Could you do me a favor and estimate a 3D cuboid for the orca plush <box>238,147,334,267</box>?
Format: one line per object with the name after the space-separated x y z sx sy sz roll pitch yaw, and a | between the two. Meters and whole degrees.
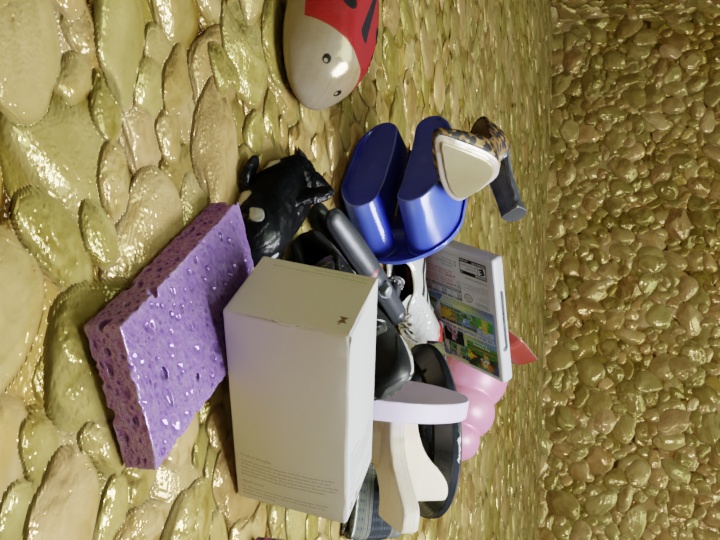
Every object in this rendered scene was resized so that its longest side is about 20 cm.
-0.055 -0.060 0.801 0.200 0.070 0.107 -37 124 -68 | orca plush

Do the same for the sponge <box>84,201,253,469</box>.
-0.129 0.039 0.639 0.201 0.029 0.113 -61 146 -58 | sponge

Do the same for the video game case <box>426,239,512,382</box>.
0.130 0.042 1.199 0.022 0.199 0.185 -24 118 -30 | video game case

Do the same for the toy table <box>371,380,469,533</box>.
0.012 0.175 0.865 0.184 0.196 0.119 -160 -102 -75 | toy table

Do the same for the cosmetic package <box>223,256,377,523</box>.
-0.046 0.101 0.708 0.085 0.106 0.203 -59 157 -55 | cosmetic package

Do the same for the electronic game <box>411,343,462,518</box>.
0.077 0.189 1.011 0.200 0.041 0.204 -179 -90 -74 | electronic game

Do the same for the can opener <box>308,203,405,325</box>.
0.000 0.000 0.958 0.079 0.063 0.201 -55 141 -27 | can opener

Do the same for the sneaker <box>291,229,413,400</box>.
-0.021 0.037 0.812 0.201 0.075 0.088 53 -5 47 | sneaker

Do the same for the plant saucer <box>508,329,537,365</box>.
0.205 0.090 1.456 0.037 0.199 0.200 -50 157 0 | plant saucer

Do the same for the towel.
0.021 0.238 1.089 0.192 0.034 0.204 36 58 -64 | towel

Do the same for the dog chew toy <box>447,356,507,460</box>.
0.172 0.219 1.405 0.125 0.122 0.203 61 40 -54 | dog chew toy

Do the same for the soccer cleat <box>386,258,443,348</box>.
0.068 0.051 1.185 0.085 0.068 0.204 -38 125 -53 | soccer cleat

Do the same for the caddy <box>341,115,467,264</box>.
0.058 -0.095 1.037 0.202 0.139 0.106 -73 151 -42 | caddy

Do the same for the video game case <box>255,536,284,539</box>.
-0.079 0.375 0.760 0.202 0.035 0.183 -73 153 -42 | video game case

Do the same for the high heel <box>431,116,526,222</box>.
0.118 -0.149 0.969 0.199 0.071 0.145 30 38 -50 | high heel

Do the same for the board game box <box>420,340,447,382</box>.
0.088 0.210 1.129 0.121 0.032 0.203 -101 -163 -58 | board game box

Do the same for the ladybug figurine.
-0.025 -0.258 0.898 0.137 0.071 0.203 65 30 -50 | ladybug figurine
